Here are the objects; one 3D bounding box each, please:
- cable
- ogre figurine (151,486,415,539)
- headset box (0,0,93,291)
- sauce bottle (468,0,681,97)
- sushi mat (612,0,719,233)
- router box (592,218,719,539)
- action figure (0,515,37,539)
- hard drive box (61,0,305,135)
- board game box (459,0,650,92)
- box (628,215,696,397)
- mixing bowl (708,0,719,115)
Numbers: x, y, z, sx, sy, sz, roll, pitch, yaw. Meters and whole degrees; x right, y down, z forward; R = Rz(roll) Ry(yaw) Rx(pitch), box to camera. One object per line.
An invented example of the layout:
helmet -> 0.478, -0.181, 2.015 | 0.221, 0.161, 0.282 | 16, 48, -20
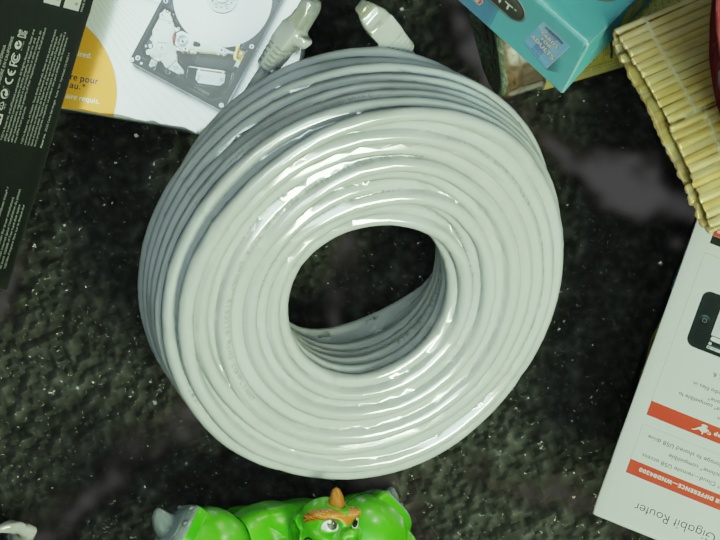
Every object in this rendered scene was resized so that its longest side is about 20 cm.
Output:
cable -> 0.000, 0.000, 1.058 | 0.200, 0.069, 0.200 | 33, 102, -33
ogre figurine -> -0.031, 0.163, 1.078 | 0.199, 0.098, 0.121 | -5, 79, -20
headset box -> -0.223, -0.107, 1.027 | 0.199, 0.092, 0.175 | 25, 100, 39
sauce bottle -> 0.150, -0.136, 1.099 | 0.199, 0.065, 0.065 | -17, 93, -8
sushi mat -> 0.212, -0.096, 1.006 | 0.199, 0.012, 0.096 | -24, 86, -14
router box -> 0.224, 0.060, 1.039 | 0.199, 0.049, 0.181 | 22, 113, 10
action figure -> -0.177, 0.164, 1.087 | 0.199, 0.102, 0.120 | 25, 93, -6
hard drive box -> -0.091, -0.167, 1.086 | 0.155, 0.077, 0.202 | 9, 92, -3
board game box -> 0.101, -0.200, 1.052 | 0.151, 0.047, 0.200 | 42, 66, 7
box -> 0.255, 0.005, 1.118 | 0.197, 0.050, 0.201 | 21, 92, -1
mixing bowl -> 0.218, -0.084, 0.943 | 0.199, 0.108, 0.202 | 2, 81, -12
